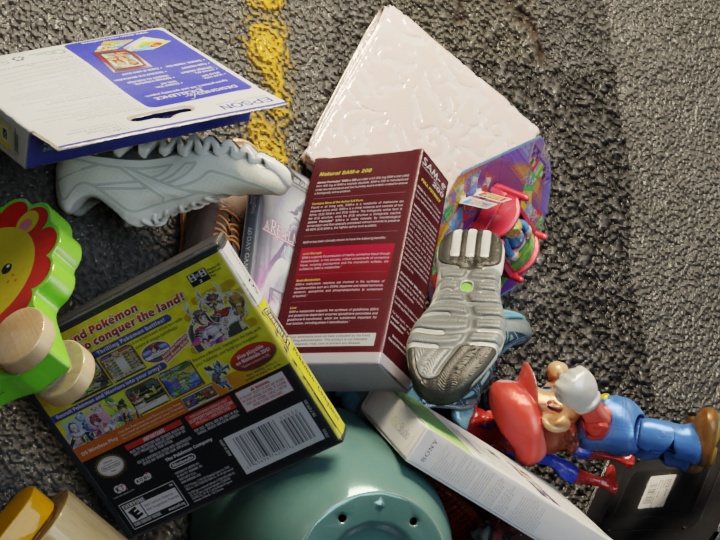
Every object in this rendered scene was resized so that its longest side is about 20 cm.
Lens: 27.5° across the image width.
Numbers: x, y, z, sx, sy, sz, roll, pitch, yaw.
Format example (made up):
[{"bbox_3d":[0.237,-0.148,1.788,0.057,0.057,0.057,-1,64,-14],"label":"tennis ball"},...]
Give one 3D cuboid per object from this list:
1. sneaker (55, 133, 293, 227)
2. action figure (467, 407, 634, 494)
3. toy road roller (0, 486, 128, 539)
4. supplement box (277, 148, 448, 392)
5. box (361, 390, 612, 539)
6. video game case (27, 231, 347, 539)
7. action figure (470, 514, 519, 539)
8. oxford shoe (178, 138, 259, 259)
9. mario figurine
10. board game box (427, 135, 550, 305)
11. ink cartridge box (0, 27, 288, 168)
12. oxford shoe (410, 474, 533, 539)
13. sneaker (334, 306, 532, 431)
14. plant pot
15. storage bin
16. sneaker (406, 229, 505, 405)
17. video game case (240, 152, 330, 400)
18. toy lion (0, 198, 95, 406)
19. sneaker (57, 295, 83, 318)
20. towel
[{"bbox_3d":[-0.153,-0.071,1.194,0.200,0.075,0.081,6,85,10],"label":"sneaker"},{"bbox_3d":[0.149,0.156,1.361,0.200,0.065,0.052,14,42,-12],"label":"action figure"},{"bbox_3d":[-0.232,0.260,1.067,0.123,0.146,0.200,43,62,-17],"label":"toy road roller"},{"bbox_3d":[0.000,0.000,1.237,0.061,0.109,0.200,45,50,-50],"label":"supplement box"},{"bbox_3d":[0.103,0.168,1.208,0.200,0.144,0.036,34,91,-18],"label":"box"},{"bbox_3d":[-0.139,0.091,1.106,0.181,0.200,0.026,59,18,-16],"label":"video game case"},{"bbox_3d":[0.091,0.297,1.244,0.134,0.149,0.200,16,95,-6],"label":"action figure"},{"bbox_3d":[-0.115,-0.025,1.239,0.071,0.073,0.200,24,68,-23],"label":"oxford shoe"},{"bbox_3d":[0.212,0.117,1.292,0.200,0.124,0.106,10,39,-2],"label":"mario figurine"},{"bbox_3d":[0.134,-0.029,1.345,0.200,0.039,0.158,-26,130,-46],"label":"board game box"},{"bbox_3d":[-0.192,-0.129,1.152,0.197,0.200,0.047,-16,125,-33],"label":"ink cartridge box"},{"bbox_3d":[0.102,0.228,1.332,0.200,0.071,0.073,45,38,-17],"label":"oxford shoe"},{"bbox_3d":[0.077,0.103,1.319,0.200,0.079,0.096,-23,76,-23],"label":"sneaker"},{"bbox_3d":[-0.019,0.217,1.164,0.200,0.161,0.201,-1,94,-20],"label":"plant pot"},{"bbox_3d":[0.306,0.229,1.364,0.094,0.200,0.135,39,63,-19],"label":"storage bin"},{"bbox_3d":[0.087,0.066,1.221,0.200,0.075,0.116,-69,161,-48],"label":"sneaker"},{"bbox_3d":[-0.060,0.017,1.257,0.143,0.019,0.200,29,63,-56],"label":"video game case"},{"bbox_3d":[-0.287,0.044,1.083,0.200,0.192,0.069,-37,136,5],"label":"toy lion"},{"bbox_3d":[-0.175,0.074,1.160,0.200,0.104,0.060,52,39,-14],"label":"sneaker"},{"bbox_3d":[0.058,-0.121,1.388,0.200,0.032,0.191,37,64,-19],"label":"towel"}]
